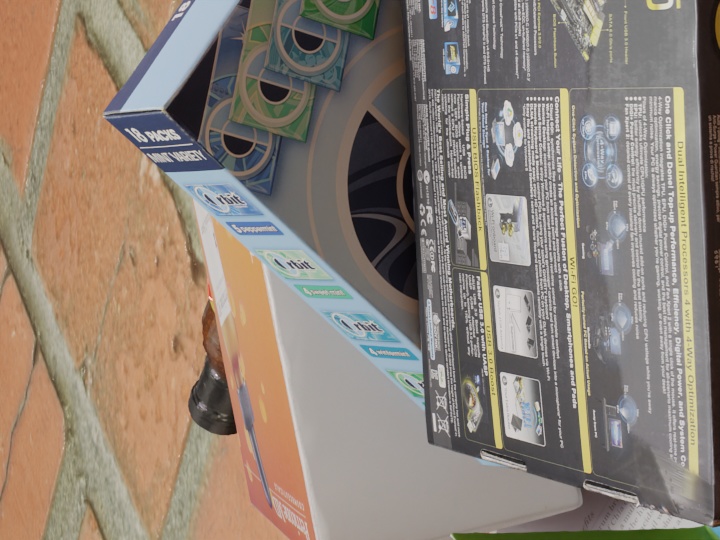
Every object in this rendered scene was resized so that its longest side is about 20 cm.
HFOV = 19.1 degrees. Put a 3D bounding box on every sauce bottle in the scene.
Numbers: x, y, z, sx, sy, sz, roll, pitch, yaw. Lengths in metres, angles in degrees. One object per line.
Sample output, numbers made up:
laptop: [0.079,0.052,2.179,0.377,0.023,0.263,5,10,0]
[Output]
sauce bottle: [-0.060,0.016,1.275,0.201,0.066,0.066,-64,35,39]

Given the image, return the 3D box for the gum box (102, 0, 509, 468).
gum box: [0.033,-0.056,0.742,0.044,0.200,0.170,1,53,55]

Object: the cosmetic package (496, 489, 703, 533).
cosmetic package: [0.140,0.123,0.812,0.102,0.071,0.200,-62,33,17]

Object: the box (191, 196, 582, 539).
box: [0.000,0.000,0.856,0.152,0.106,0.201,-167,66,-76]

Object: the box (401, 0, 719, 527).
box: [0.070,-0.037,0.640,0.161,0.049,0.201,8,103,63]

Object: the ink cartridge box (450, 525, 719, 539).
ink cartridge box: [0.152,0.087,0.661,0.148,0.199,0.076,-131,48,-54]

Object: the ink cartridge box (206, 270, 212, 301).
ink cartridge box: [0.009,-0.078,1.009,0.057,0.199,0.164,38,-134,-73]

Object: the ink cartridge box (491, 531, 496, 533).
ink cartridge box: [0.063,0.103,1.005,0.200,0.067,0.118,119,144,-46]
